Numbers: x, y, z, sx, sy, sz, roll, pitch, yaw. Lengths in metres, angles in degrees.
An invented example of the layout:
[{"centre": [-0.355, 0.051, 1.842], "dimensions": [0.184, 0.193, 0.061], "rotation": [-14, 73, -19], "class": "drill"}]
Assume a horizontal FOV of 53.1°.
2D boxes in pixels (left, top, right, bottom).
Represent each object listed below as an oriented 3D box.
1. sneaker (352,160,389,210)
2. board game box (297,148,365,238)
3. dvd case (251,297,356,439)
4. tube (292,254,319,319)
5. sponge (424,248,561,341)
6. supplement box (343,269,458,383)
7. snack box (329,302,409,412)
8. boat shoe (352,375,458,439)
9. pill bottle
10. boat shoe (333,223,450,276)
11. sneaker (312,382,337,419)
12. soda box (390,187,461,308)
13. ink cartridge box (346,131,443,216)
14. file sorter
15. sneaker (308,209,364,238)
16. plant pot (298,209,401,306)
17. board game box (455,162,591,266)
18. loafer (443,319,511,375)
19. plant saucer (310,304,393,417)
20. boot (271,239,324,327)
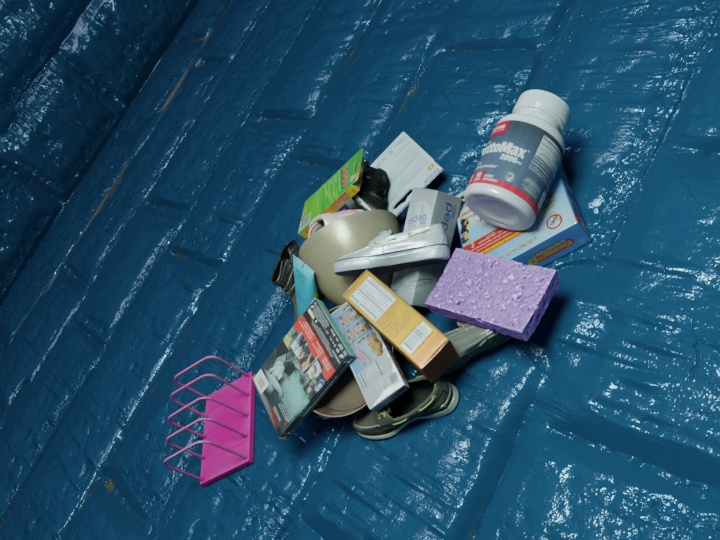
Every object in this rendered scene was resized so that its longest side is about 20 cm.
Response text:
[{"centre": [0.022, -0.164, 1.432], "dimensions": [0.087, 0.076, 0.200], "rotation": [-41, 38, 3], "class": "sneaker"}, {"centre": [-0.054, -0.151, 1.426], "dimensions": [0.200, 0.030, 0.096], "rotation": [-41, 30, 41], "class": "board game box"}, {"centre": [-0.103, 0.169, 1.247], "dimensions": [0.201, 0.022, 0.146], "rotation": [-50, 47, 14], "class": "dvd case"}, {"centre": [-0.097, 0.073, 1.346], "dimensions": [0.050, 0.202, 0.077], "rotation": [-26, 37, -30], "class": "tube"}, {"centre": [0.198, 0.032, 1.106], "dimensions": [0.199, 0.030, 0.112], "rotation": [16, 67, 48], "class": "sponge"}, {"centre": [0.061, 0.085, 1.141], "dimensions": [0.069, 0.067, 0.200], "rotation": [-44, 53, -4], "class": "supplement box"}, {"centre": [0.010, 0.132, 1.195], "dimensions": [0.072, 0.024, 0.201], "rotation": [-38, 50, 13], "class": "snack box"}, {"centre": [0.061, 0.219, 1.174], "dimensions": [0.200, 0.060, 0.073], "rotation": [-26, 47, 30], "class": "boat shoe"}, {"centre": [0.255, -0.178, 1.144], "dimensions": [0.119, 0.119, 0.202], "rotation": [10, 69, 48], "class": "pill bottle"}, {"centre": [0.050, -0.034, 1.209], "dimensions": [0.197, 0.074, 0.068], "rotation": [-8, 77, 8], "class": "boat shoe"}, {"centre": [-0.037, 0.170, 1.314], "dimensions": [0.076, 0.075, 0.203], "rotation": [-10, 63, 28], "class": "sneaker"}, {"centre": [0.113, -0.039, 1.262], "dimensions": [0.063, 0.068, 0.203], "rotation": [17, 94, 49], "class": "soda box"}, {"centre": [0.068, -0.168, 1.478], "dimensions": [0.196, 0.043, 0.200], "rotation": [-44, 39, 8], "class": "ink cartridge box"}, {"centre": [-0.303, 0.294, 1.436], "dimensions": [0.138, 0.125, 0.202], "rotation": [-30, 43, 26], "class": "file sorter"}, {"centre": [-0.064, -0.059, 1.419], "dimensions": [0.200, 0.103, 0.076], "rotation": [129, 130, -60], "class": "sneaker"}, {"centre": [0.000, 0.000, 1.326], "dimensions": [0.199, 0.199, 0.136], "rotation": [-31, 69, 25], "class": "plant pot"}, {"centre": [0.262, -0.088, 1.209], "dimensions": [0.199, 0.056, 0.198], "rotation": [-30, 44, 26], "class": "board game box"}, {"centre": [0.177, 0.097, 1.138], "dimensions": [0.199, 0.070, 0.071], "rotation": [-33, 62, 24], "class": "loafer"}, {"centre": [-0.025, 0.156, 1.245], "dimensions": [0.198, 0.034, 0.203], "rotation": [-14, 60, 26], "class": "plant saucer"}, {"centre": [-0.134, 0.050, 1.446], "dimensions": [0.067, 0.130, 0.202], "rotation": [-13, 52, 39], "class": "boot"}]
